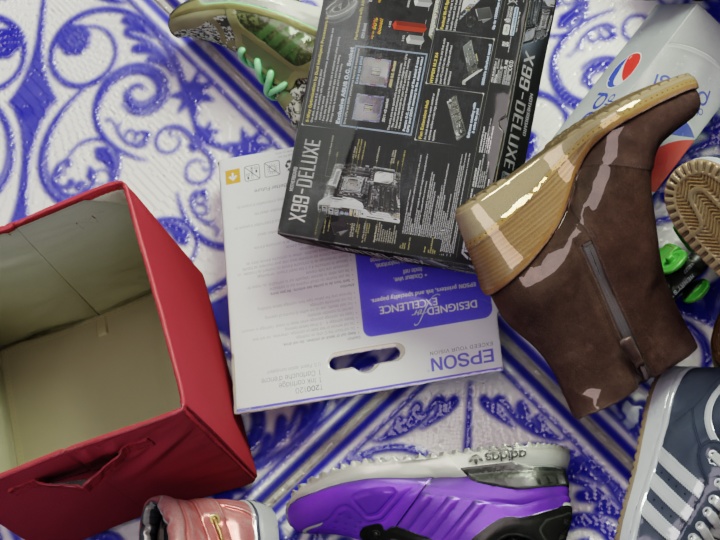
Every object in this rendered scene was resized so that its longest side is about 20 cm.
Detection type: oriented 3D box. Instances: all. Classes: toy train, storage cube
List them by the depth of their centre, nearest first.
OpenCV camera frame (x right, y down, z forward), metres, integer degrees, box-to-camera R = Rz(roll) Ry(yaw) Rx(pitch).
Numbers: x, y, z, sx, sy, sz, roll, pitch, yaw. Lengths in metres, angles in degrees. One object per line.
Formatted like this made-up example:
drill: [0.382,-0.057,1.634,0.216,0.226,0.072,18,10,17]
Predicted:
toy train: [0.251,-0.033,1.552,0.200,0.042,0.056,-43,23,-9]
storage cube: [-0.191,0.074,1.554,0.171,0.180,0.200,-20,66,6]

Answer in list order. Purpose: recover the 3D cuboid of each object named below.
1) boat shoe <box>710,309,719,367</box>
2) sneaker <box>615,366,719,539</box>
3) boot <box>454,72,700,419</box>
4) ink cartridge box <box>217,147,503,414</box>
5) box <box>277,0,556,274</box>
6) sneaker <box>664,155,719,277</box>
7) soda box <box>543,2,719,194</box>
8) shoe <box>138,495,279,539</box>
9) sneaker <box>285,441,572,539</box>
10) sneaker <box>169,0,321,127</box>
boat shoe: [0.304,-0.011,1.523,0.072,0.068,0.200,37,83,22]
sneaker: [0.232,0.155,1.457,0.108,0.070,0.200,-5,65,38]
boot: [0.176,-0.018,1.493,0.200,0.072,0.166,-35,94,-10]
ink cartridge box: [0.000,0.000,1.608,0.198,0.043,0.200,-9,67,11]
box: [0.038,-0.106,1.553,0.158,0.050,0.200,9,87,26]
sneaker: [0.280,0.005,1.457,0.070,0.108,0.200,-36,85,27]
soda box: [0.184,-0.092,1.571,0.063,0.068,0.200,41,82,-18]
shoe: [-0.102,0.247,1.510,0.091,0.071,0.200,10,62,-29]
sneaker: [0.047,0.177,1.520,0.200,0.070,0.100,-9,75,13]
sneaker: [-0.055,-0.153,1.660,0.200,0.077,0.089,11,86,20]
